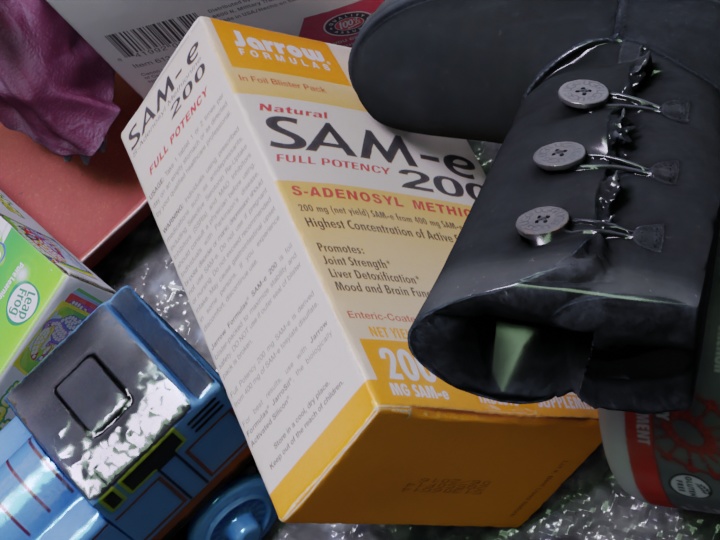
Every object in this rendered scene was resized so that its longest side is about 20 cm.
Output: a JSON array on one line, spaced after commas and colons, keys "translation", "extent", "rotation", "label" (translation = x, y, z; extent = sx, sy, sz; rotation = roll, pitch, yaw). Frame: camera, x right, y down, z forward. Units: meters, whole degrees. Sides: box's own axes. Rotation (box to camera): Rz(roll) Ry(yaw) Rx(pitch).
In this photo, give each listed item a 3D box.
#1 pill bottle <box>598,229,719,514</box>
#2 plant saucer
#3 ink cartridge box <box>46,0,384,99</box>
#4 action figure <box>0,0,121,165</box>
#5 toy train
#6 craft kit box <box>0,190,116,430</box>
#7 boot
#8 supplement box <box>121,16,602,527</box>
[{"translation": [0.193, 0.037, 0.696], "extent": [0.199, 0.116, 0.116], "rotation": [5, 66, 26], "label": "pill bottle"}, {"translation": [-0.133, -0.095, 0.957], "extent": [0.200, 0.037, 0.200], "rotation": [-42, 55, -3], "label": "plant saucer"}, {"translation": [-0.067, -0.160, 0.818], "extent": [0.144, 0.200, 0.085], "rotation": [-14, 64, 16], "label": "ink cartridge box"}, {"translation": [-0.174, -0.126, 0.847], "extent": [0.133, 0.200, 0.150], "rotation": [12, 75, 33], "label": "action figure"}, {"translation": [-0.119, 0.105, 0.797], "extent": [0.200, 0.114, 0.087], "rotation": [-43, 55, -3], "label": "toy train"}, {"translation": [-0.229, 0.038, 0.899], "extent": [0.197, 0.048, 0.200], "rotation": [39, 97, 37], "label": "craft kit box"}, {"translation": [0.052, -0.030, 0.699], "extent": [0.164, 0.066, 0.201], "rotation": [-7, 39, 23], "label": "boot"}, {"translation": [0.000, 0.000, 0.785], "extent": [0.074, 0.126, 0.201], "rotation": [-51, 49, 33], "label": "supplement box"}]
